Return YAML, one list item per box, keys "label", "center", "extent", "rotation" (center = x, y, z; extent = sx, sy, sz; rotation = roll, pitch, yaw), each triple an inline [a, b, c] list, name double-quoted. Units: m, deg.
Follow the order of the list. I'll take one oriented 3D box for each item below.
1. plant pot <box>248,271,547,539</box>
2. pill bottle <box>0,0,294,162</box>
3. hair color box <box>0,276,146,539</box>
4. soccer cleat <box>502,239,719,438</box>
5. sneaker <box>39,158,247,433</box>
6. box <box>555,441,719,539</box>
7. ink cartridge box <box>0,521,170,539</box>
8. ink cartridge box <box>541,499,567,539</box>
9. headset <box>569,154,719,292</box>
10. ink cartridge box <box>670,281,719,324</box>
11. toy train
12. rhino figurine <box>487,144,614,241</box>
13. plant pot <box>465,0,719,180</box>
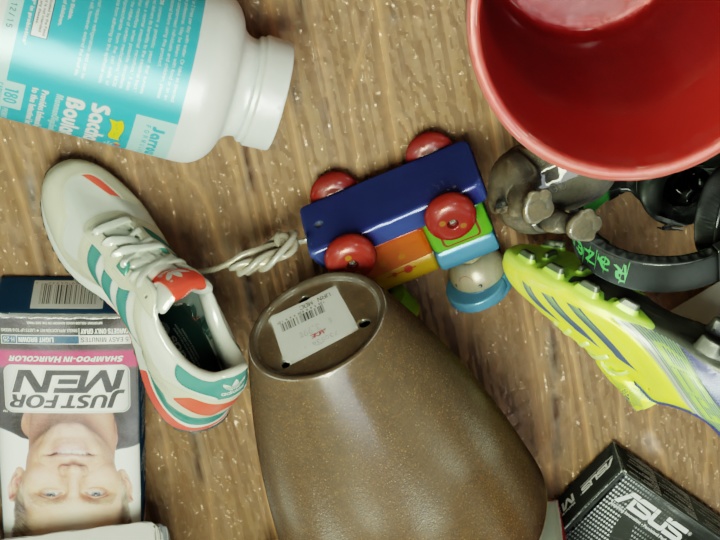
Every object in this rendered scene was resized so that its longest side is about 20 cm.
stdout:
- label: "plant pot"
  center: [0.005, 0.104, 1.163]
  extent: [0.186, 0.188, 0.201]
  rotation: [-21, 128, 6]
- label: "pill bottle"
  center: [-0.144, -0.132, 1.098]
  extent: [0.198, 0.111, 0.112]
  rotation: [14, 115, -10]
- label: "hair color box"
  center: [-0.199, 0.106, 1.239]
  extent: [0.099, 0.061, 0.202]
  rotation: [0, 117, -4]
- label: "soccer cleat"
  center: [0.172, 0.049, 1.161]
  extent: [0.199, 0.065, 0.084]
  rotation: [29, 120, 18]
- label: "sneaker"
  center: [-0.131, 0.003, 1.138]
  extent: [0.070, 0.093, 0.201]
  rotation: [-27, 81, -31]
- label: "box"
  center: [0.202, 0.254, 1.352]
  extent: [0.199, 0.048, 0.193]
  rotation: [36, 112, -19]
- label: "ink cartridge box"
  center: [-0.191, 0.268, 1.266]
  extent: [0.144, 0.085, 0.201]
  rotation: [-8, 140, -1]
- label: "ink cartridge box"
  center: [0.094, 0.281, 1.289]
  extent: [0.144, 0.084, 0.201]
  rotation: [-12, 114, 6]
- label: "headset"
  center: [0.231, -0.038, 1.178]
  extent: [0.199, 0.123, 0.094]
  rotation: [-26, 131, -19]
- label: "ink cartridge box"
  center: [0.326, 0.081, 1.244]
  extent: [0.146, 0.085, 0.200]
  rotation: [-33, 120, 14]
- label: "toy train"
  center: [0.000, 0.000, 1.198]
  extent: [0.199, 0.085, 0.116]
  rotation: [-22, 129, 7]
- label: "rhino figurine"
  center: [0.163, -0.087, 1.142]
  extent: [0.199, 0.087, 0.060]
  rotation: [-36, 114, -16]
- label: "plant pot"
  center: [0.148, -0.180, 1.060]
  extent: [0.199, 0.178, 0.202]
  rotation: [-2, 116, -3]
